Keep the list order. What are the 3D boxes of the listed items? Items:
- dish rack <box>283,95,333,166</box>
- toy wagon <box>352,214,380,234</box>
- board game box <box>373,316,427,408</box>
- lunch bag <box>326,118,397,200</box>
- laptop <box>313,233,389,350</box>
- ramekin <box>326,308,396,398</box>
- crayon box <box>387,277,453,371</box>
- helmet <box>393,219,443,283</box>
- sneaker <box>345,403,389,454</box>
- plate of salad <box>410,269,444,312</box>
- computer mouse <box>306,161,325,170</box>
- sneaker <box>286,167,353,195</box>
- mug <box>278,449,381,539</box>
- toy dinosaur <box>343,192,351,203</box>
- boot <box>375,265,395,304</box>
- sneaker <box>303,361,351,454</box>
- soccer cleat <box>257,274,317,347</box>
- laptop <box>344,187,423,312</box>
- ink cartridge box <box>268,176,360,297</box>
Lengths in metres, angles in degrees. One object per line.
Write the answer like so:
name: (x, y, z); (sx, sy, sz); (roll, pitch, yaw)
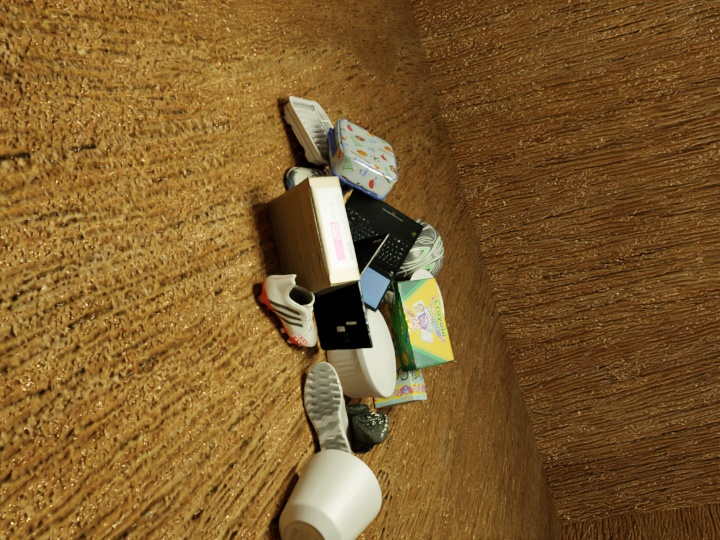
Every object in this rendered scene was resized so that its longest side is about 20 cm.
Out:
dish rack: (-0.102, -0.305, 1.740); (0.173, 0.043, 0.200); (62, 18, 3)
toy wagon: (0.013, -0.098, 1.785); (0.154, 0.199, 0.040); (19, 85, -32)
board game box: (0.080, 0.219, 1.843); (0.103, 0.104, 0.203); (21, 56, -67)
lunch bag: (-0.003, -0.247, 1.683); (0.159, 0.076, 0.201); (22, 30, -21)
laptop: (-0.013, 0.046, 1.519); (0.102, 0.176, 0.203); (-13, 91, -35)
ramekin: (-0.001, 0.180, 1.653); (0.202, 0.093, 0.205); (-14, 90, -72)
crayon box: (0.136, 0.125, 1.789); (0.118, 0.058, 0.203); (-6, 79, -37)
helmet: (0.123, -0.040, 2.017); (0.200, 0.188, 0.203); (-14, 90, -71)
sneaker: (0.010, 0.321, 1.515); (0.200, 0.075, 0.092); (-175, -98, -76)
plate of salad: (0.156, 0.098, 1.912); (0.199, 0.048, 0.203); (21, 65, -55)
computer mouse: (-0.079, -0.162, 1.766); (0.059, 0.034, 0.203); (-42, 117, -70)
sneaker: (-0.082, -0.195, 1.665); (0.199, 0.084, 0.078); (-8, 83, -56)
mug: (-0.052, 0.418, 1.270); (0.188, 0.148, 0.153); (66, 28, -9)
toy dinosaur: (-0.035, -0.206, 1.828); (0.107, 0.060, 0.201); (-57, 172, -45)
boot: (0.000, 0.000, 1.726); (0.068, 0.129, 0.202); (-75, 146, -55)
sneaker: (-0.062, 0.275, 1.473); (0.082, 0.074, 0.203); (-11, 93, -87)
soccer cleat: (-0.113, 0.076, 1.413); (0.201, 0.084, 0.069); (57, 26, -43)
laptop: (0.012, -0.049, 1.637); (0.176, 0.201, 0.103); (31, 9, -1)
ink cartridge box: (-0.090, -0.057, 1.445); (0.074, 0.164, 0.203); (-7, 83, -36)
